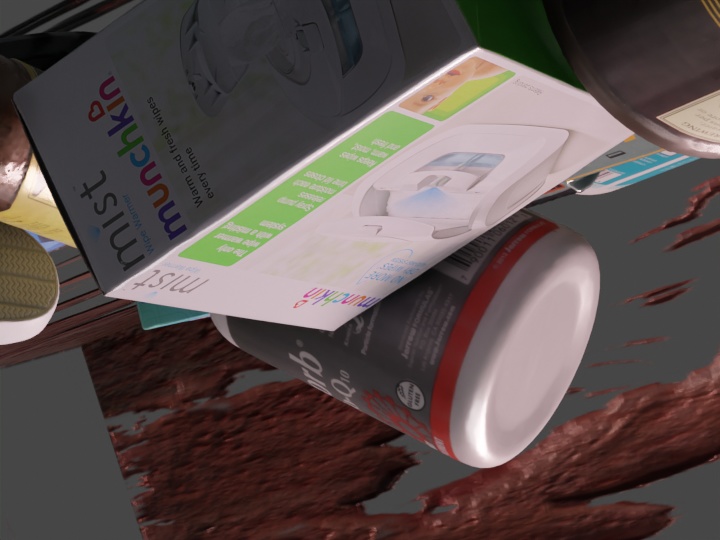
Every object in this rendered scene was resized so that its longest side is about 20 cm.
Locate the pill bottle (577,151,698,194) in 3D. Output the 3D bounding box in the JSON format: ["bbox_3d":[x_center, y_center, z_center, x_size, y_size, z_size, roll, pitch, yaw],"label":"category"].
[{"bbox_3d":[0.158,-0.110,1.241,0.110,0.112,0.200,-17,178,-33],"label":"pill bottle"}]

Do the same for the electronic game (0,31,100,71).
[{"bbox_3d":[-0.185,-0.060,1.116,0.199,0.042,0.200,-18,170,-3],"label":"electronic game"}]

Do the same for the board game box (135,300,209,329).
[{"bbox_3d":[-0.017,-0.013,1.315,0.198,0.045,0.152,-13,180,2],"label":"board game box"}]

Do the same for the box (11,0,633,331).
[{"bbox_3d":[-0.007,-0.065,0.987,0.176,0.097,0.200,-33,163,18],"label":"box"}]

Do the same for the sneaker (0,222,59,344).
[{"bbox_3d":[-0.228,0.001,1.047,0.198,0.073,0.071,11,144,-15],"label":"sneaker"}]

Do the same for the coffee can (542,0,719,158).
[{"bbox_3d":[0.177,-0.136,0.903,0.146,0.147,0.200,-17,177,-32],"label":"coffee can"}]

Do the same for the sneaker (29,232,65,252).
[{"bbox_3d":[-0.158,-0.056,1.278,0.078,0.066,0.199,-2,166,-42],"label":"sneaker"}]

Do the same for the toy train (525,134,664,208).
[{"bbox_3d":[0.090,-0.087,1.153,0.113,0.086,0.200,25,157,-25],"label":"toy train"}]

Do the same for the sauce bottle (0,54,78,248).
[{"bbox_3d":[-0.140,-0.051,0.999,0.064,0.065,0.200,-19,162,24],"label":"sauce bottle"}]

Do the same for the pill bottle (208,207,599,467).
[{"bbox_3d":[0.000,0.000,1.153,0.199,0.117,0.116,26,-161,25],"label":"pill bottle"}]
